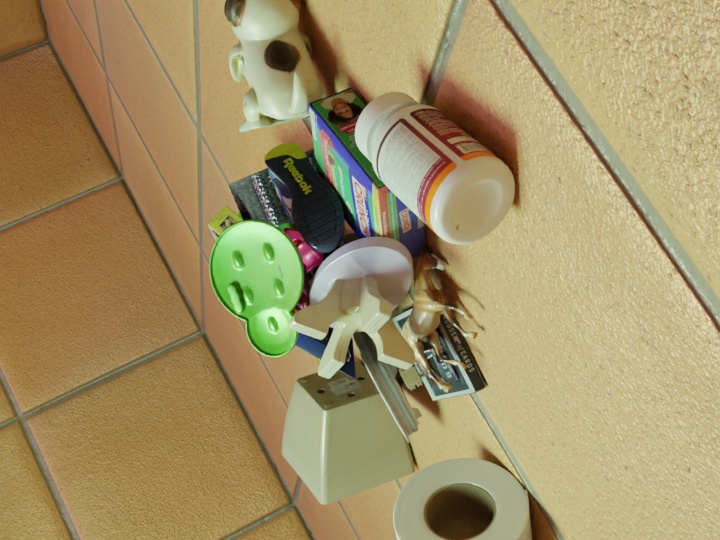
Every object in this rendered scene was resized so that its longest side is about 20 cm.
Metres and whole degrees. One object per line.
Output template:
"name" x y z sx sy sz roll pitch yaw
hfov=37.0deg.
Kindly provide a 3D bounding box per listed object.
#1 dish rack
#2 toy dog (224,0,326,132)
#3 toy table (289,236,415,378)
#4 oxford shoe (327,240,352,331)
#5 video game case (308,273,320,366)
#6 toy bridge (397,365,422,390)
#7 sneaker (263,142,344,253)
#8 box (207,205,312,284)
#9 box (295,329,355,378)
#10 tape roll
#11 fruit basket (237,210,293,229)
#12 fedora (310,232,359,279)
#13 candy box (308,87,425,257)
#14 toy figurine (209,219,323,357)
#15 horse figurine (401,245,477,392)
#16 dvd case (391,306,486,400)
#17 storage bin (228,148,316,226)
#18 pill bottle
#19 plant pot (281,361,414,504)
"dish rack" 0.043 0.176 1.801 0.172 0.043 0.200 61 179 -25
"toy dog" -0.132 -0.312 1.553 0.194 0.139 0.201 -132 28 -84
"toy table" -0.005 0.057 1.484 0.200 0.183 0.117 115 165 -50
"oxford shoe" -0.041 0.035 1.609 0.071 0.071 0.200 48 153 26
"video game case" -0.079 0.058 1.933 0.181 0.025 0.200 72 -169 -47
"toy bridge" 0.066 0.143 1.733 0.067 0.027 0.200 62 179 -23
"sneaker" -0.074 -0.096 1.569 0.082 0.074 0.200 80 165 -55
"box" -0.165 -0.020 1.803 0.200 0.050 0.075 39 167 15
"box" -0.083 0.084 1.695 0.200 0.032 0.121 32 -156 -20
"tape roll" 0.155 0.401 1.604 0.203 0.202 0.140 45 153 47
"fruit basket" -0.164 -0.004 2.032 0.216 0.155 0.217 176 90 -88
"fedora" 0.000 0.000 1.687 0.177 0.090 0.200 65 156 -5
"candy box" 0.010 -0.127 1.507 0.200 0.077 0.169 51 159 36
"toy figurine" -0.108 0.012 1.602 0.184 0.150 0.201 -25 -81 -66
"horse figurine" 0.103 0.082 1.511 0.132 0.050 0.201 41 136 34
"dvd case" 0.115 0.121 1.632 0.151 0.025 0.200 63 163 3
"storage bin" -0.127 -0.133 1.800 0.094 0.135 0.200 67 163 -8
"pill bottle" 0.081 -0.125 1.250 0.200 0.109 0.110 48 156 44
"plant pot" -0.031 0.290 2.042 0.200 0.199 0.178 38 137 55
